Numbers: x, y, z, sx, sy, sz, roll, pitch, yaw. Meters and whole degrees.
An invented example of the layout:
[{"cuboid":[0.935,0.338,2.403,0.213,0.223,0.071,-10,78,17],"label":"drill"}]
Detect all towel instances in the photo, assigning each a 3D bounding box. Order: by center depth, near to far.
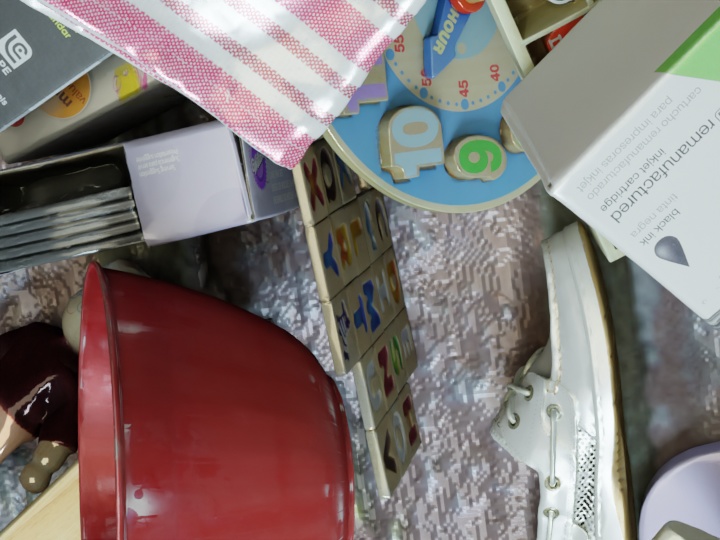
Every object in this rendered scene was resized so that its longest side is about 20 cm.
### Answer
[{"cuboid":[-0.026,-0.147,0.617,0.146,0.030,0.200,31,115,-20],"label":"towel"}]

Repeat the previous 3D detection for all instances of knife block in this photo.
[{"cuboid":[-0.112,0.110,0.826,0.064,0.200,0.176,47,135,2],"label":"knife block"}]

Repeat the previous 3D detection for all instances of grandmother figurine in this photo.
[{"cuboid":[-0.186,0.071,0.872,0.200,0.061,0.121,-41,53,0],"label":"grandmother figurine"}]

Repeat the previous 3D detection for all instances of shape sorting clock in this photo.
[{"cuboid":[0.044,-0.127,0.753,0.039,0.199,0.202,3,103,55],"label":"shape sorting clock"}]

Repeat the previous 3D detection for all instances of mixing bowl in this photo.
[{"cuboid":[-0.065,0.095,0.720,0.107,0.200,0.202,-2,100,-15],"label":"mixing bowl"}]

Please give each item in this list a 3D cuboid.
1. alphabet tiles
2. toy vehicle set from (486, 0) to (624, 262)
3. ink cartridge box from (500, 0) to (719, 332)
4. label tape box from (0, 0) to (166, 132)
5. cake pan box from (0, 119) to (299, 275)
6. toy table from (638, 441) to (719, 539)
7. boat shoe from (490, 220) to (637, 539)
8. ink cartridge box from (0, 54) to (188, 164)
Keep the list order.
[{"cuboid":[0.000,0.000,0.781,0.007,0.167,0.202,-11,97,12],"label":"alphabet tiles"},{"cuboid":[0.132,-0.110,0.746,0.124,0.027,0.201,-28,123,4],"label":"toy vehicle set"},{"cuboid":[0.186,-0.052,0.727,0.200,0.084,0.146,35,108,-30],"label":"ink cartridge box"},{"cuboid":[-0.140,-0.156,0.677,0.199,0.066,0.144,-28,109,28],"label":"label tape box"},{"cuboid":[-0.114,-0.036,0.785,0.183,0.200,0.053,-13,94,12],"label":"cake pan box"},{"cuboid":[0.223,0.173,0.788,0.199,0.117,0.185,25,103,8],"label":"toy table"},{"cuboid":[0.099,0.077,0.822,0.069,0.071,0.202,-5,99,12],"label":"boat shoe"},{"cuboid":[-0.119,-0.144,0.806,0.199,0.125,0.129,-26,93,15],"label":"ink cartridge box"}]
